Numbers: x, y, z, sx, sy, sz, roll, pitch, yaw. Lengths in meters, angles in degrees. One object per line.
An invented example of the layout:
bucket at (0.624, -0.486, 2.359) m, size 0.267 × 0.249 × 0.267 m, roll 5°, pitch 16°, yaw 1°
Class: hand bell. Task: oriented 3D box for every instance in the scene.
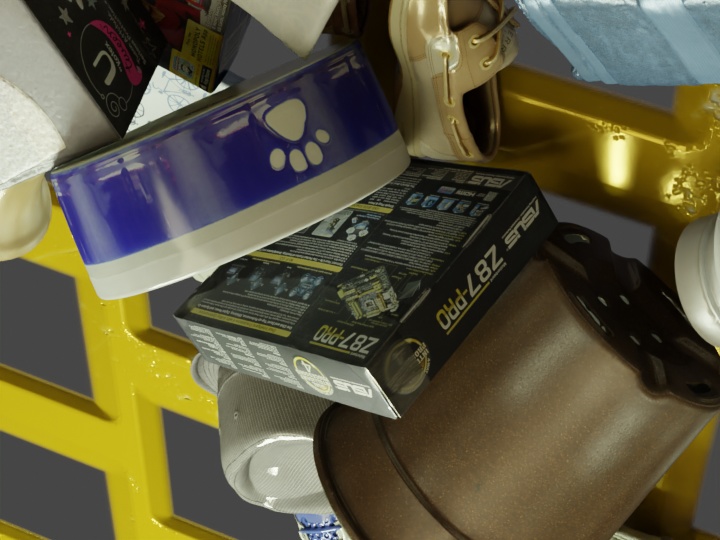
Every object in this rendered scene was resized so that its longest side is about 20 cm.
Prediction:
hand bell at (-0.212, -0.101, 1.251) m, size 0.104 × 0.104 × 0.200 m, roll 37°, pitch 136°, yaw -7°

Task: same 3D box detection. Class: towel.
towel at (0.184, -0.138, 1.005) m, size 0.198 × 0.049 × 0.112 m, roll 5°, pitch 159°, yaw 34°

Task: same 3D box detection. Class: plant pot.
plant pot at (0.106, 0.090, 1.187) m, size 0.200 × 0.201 × 0.199 m, roll 37°, pitch 115°, yaw -8°

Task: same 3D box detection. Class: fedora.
fedora at (-0.043, 0.118, 1.386) m, size 0.176 × 0.091 × 0.200 m, roll 24°, pitch 151°, yaw -19°

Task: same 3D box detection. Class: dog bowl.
dog bowl at (-0.075, -0.060, 1.119) m, size 0.199 × 0.200 × 0.079 m, roll -15°, pitch 102°, yaw 43°

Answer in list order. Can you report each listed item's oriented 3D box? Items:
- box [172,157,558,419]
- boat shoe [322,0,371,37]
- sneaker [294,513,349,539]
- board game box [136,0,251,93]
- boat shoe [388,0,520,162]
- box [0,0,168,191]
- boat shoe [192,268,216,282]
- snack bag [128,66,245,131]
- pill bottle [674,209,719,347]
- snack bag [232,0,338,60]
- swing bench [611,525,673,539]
box at (0.000, 0.000, 1.170) m, size 0.199 × 0.161 × 0.049 m, roll 10°, pitch 141°, yaw 51°
boat shoe at (-0.005, -0.204, 1.072) m, size 0.071 × 0.076 × 0.201 m, roll 20°, pitch 147°, yaw 2°
sneaker at (-0.005, 0.242, 1.515) m, size 0.080 × 0.116 × 0.200 m, roll -5°, pitch 129°, yaw 36°
board game box at (-0.145, -0.230, 1.140) m, size 0.199 × 0.062 × 0.201 m, roll 30°, pitch 144°, yaw 6°
boat shoe at (0.058, -0.134, 1.104) m, size 0.069 × 0.074 × 0.201 m, roll 17°, pitch 150°, yaw 13°
box at (-0.226, -0.157, 1.103) m, size 0.131 × 0.115 × 0.201 m, roll -20°, pitch 119°, yaw 25°
boat shoe at (-0.074, -0.003, 1.332) m, size 0.074 × 0.062 × 0.200 m, roll -3°, pitch 153°, yaw 22°
snack bag at (-0.179, -0.115, 1.307) m, size 0.199 × 0.021 × 0.189 m, roll 31°, pitch 143°, yaw 1°
pill bottle at (0.272, -0.014, 1.049) m, size 0.199 × 0.113 × 0.113 m, roll -17°, pitch 122°, yaw 44°
snack bag at (-0.069, -0.231, 1.008) m, size 0.200 × 0.021 × 0.189 m, roll 40°, pitch 136°, yaw 5°
swing bench at (0.119, 0.229, 1.372) m, size 0.197 × 0.200 × 0.131 m, roll 18°, pitch 116°, yaw 15°
